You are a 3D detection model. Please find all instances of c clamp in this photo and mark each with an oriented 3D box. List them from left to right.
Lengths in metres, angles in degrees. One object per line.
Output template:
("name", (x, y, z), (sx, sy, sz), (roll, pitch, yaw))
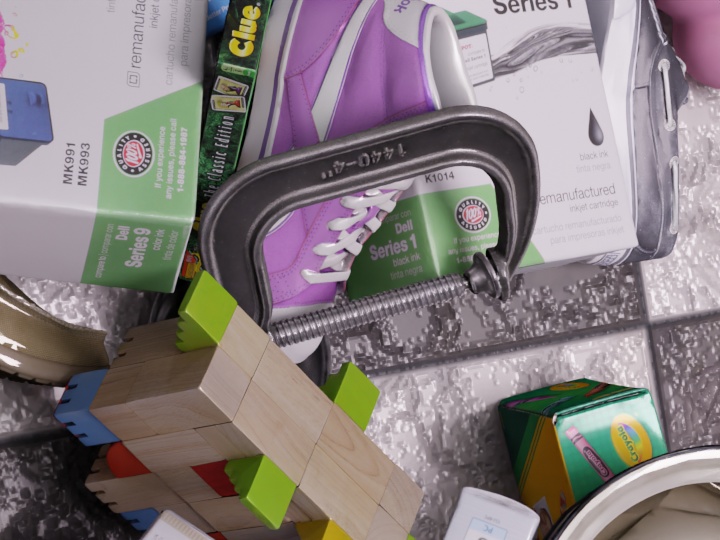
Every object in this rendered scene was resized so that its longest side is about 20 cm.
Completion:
("c clamp", (0.000, 0.000, 1.366), (0.200, 0.027, 0.171), (-20, 127, -4))

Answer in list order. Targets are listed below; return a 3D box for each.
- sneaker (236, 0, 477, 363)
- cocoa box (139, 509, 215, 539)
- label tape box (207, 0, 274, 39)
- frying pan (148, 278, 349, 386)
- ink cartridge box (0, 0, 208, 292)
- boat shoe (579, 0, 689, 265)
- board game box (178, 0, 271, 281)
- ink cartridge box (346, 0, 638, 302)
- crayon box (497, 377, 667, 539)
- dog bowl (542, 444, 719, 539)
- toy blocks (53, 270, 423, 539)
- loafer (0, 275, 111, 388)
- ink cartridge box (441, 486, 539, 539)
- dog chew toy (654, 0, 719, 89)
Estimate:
("sneaker", (0.000, -0.042, 1.382), (0.073, 0.114, 0.201), (-13, 113, -60))
("cocoa box", (-0.099, 0.244, 1.317), (0.131, 0.133, 0.200), (33, 66, 12))
("label tape box", (-0.135, -0.201, 1.403), (0.143, 0.066, 0.200), (-31, 99, -27))
("frying pan", (-0.051, 0.015, 1.450), (0.115, 0.031, 0.190), (40, 58, -23))
("ink cartridge box", (-0.175, -0.079, 1.283), (0.200, 0.088, 0.145), (6, 66, -7))
("boat shoe", (0.152, -0.104, 1.556), (0.068, 0.072, 0.200), (-3, 89, -28))
("board game box", (-0.064, -0.086, 1.350), (0.023, 0.200, 0.105), (14, 59, -2))
("ink cartridge box", (0.052, -0.095, 1.478), (0.146, 0.084, 0.200), (-10, 87, -36))
("crayon box", (0.138, 0.162, 1.489), (0.058, 0.119, 0.200), (-16, 93, -11))
("dog bowl", (0.168, 0.186, 1.398), (0.200, 0.074, 0.200), (0, 90, -12))
("toy blocks", (-0.071, 0.092, 1.341), (0.200, 0.137, 0.100), (47, 50, -31))
("loafer", (-0.203, 0.004, 1.336), (0.200, 0.076, 0.068), (24, 80, -26))
("ink cartridge box", (0.035, 0.225, 1.408), (0.047, 0.160, 0.200), (20, 72, 7))
("dog chew toy", (0.205, -0.196, 1.573), (0.124, 0.125, 0.200), (-19, 103, -30))
